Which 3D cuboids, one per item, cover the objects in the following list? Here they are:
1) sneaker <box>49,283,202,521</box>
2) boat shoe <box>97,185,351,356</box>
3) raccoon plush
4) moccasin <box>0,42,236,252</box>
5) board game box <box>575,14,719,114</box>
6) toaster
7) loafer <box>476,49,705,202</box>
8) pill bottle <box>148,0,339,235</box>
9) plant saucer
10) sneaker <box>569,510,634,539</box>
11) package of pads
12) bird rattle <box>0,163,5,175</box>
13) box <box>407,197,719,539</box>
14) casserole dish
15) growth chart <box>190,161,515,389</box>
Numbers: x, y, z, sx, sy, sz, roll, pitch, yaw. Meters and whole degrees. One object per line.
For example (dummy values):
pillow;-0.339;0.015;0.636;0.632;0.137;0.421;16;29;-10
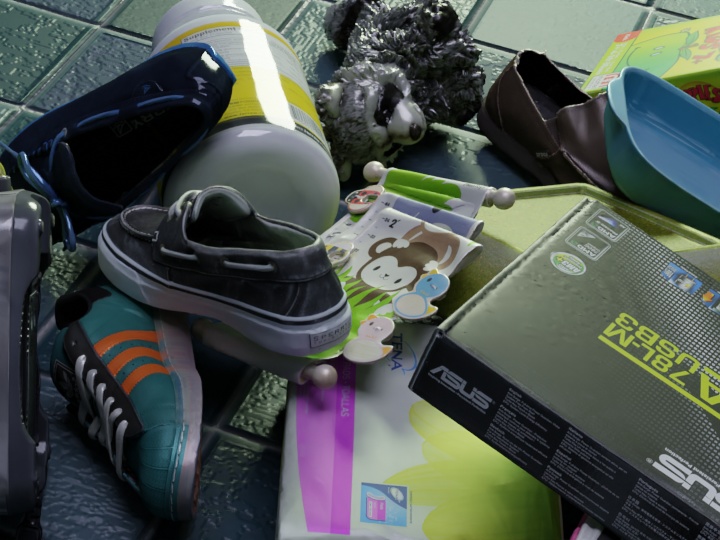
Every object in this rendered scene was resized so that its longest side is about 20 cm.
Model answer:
sneaker;-0.131;0.072;1.152;0.079;0.072;0.200;-1;29;-11
boat shoe;-0.076;-0.015;1.161;0.072;0.071;0.199;-25;30;-39
raccoon plush;-0.005;-0.124;1.458;0.134;0.097;0.200;-30;19;-23
moccasin;-0.163;-0.067;1.240;0.080;0.200;0.068;42;27;-20
board game box;0.262;-0.141;1.453;0.199;0.048;0.102;-8;26;31
toaster;-0.228;0.050;1.088;0.128;0.201;0.114;1;5;-4
loafer;0.155;-0.084;1.410;0.073;0.071;0.200;-25;49;-37
pill bottle;-0.084;-0.095;1.346;0.111;0.113;0.200;-2;37;-13
plant saucer;0.123;-0.008;1.254;0.199;0.048;0.200;-6;21;-34
sneaker;0.159;0.158;1.052;0.087;0.074;0.200;35;18;25
package of pads;0.033;0.106;1.132;0.153;0.069;0.200;5;36;-3
bird rattle;-0.285;0.008;1.186;0.199;0.113;0.164;-2;54;-9
box;0.151;0.062;1.059;0.200;0.048;0.193;35;33;14
casserole dish;0.228;-0.055;1.346;0.199;0.039;0.121;28;35;-19
growth chart;0.000;0.000;1.191;0.144;0.018;0.200;9;39;42
